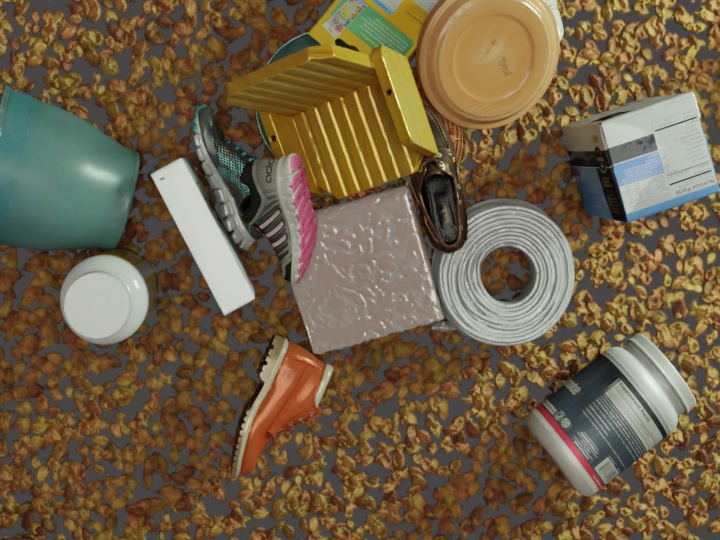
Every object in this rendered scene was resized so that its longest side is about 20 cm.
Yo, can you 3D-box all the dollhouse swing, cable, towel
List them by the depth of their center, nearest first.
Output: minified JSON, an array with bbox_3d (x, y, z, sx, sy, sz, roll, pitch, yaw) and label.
[{"bbox_3d":[-0.044,-0.176,1.445,0.198,0.175,0.184,-16,97,30],"label":"dollhouse swing"},{"bbox_3d":[0.000,0.000,1.575,0.197,0.032,0.194,-15,97,17],"label":"towel"},{"bbox_3d":[0.195,0.002,1.593,0.197,0.069,0.203,10,95,-4],"label":"cable"}]

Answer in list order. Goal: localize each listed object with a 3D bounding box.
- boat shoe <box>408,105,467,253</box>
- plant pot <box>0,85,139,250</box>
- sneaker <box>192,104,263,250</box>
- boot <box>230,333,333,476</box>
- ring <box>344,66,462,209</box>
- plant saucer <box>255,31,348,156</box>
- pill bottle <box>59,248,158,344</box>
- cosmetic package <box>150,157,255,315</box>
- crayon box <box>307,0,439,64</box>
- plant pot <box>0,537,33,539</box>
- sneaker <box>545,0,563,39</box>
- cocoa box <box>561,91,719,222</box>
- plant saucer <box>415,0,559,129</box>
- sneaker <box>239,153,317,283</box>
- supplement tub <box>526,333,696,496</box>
[{"bbox_3d":[0.099,-0.122,1.524,0.070,0.070,0.203,-18,87,6],"label":"boat shoe"},{"bbox_3d":[-0.390,-0.113,1.498,0.186,0.200,0.203,15,95,-20],"label":"plant pot"},{"bbox_3d":[-0.160,-0.133,1.559,0.090,0.078,0.202,-22,104,2],"label":"sneaker"},{"bbox_3d":[-0.110,0.201,1.596,0.106,0.075,0.202,24,93,-11],"label":"boot"},{"bbox_3d":[0.041,-0.176,1.568,0.197,0.019,0.204,0,95,-3],"label":"ring"},{"bbox_3d":[-0.043,-0.223,1.581,0.197,0.027,0.203,0,95,-3],"label":"plant saucer"},{"bbox_3d":[-0.325,0.034,1.501,0.110,0.200,0.114,0,95,-3],"label":"pill bottle"},{"bbox_3d":[-0.203,-0.048,1.525,0.051,0.151,0.202,-27,97,0],"label":"cosmetic package"},{"bbox_3d":[0.038,-0.344,1.539,0.125,0.052,0.201,38,82,3],"label":"crayon box"},{"bbox_3d":[-0.477,0.455,1.533,0.198,0.195,0.204,0,95,-4],"label":"plant pot"},{"bbox_3d":[0.183,-0.307,1.567,0.198,0.075,0.082,-25,105,0],"label":"sneaker"},{"bbox_3d":[0.362,-0.147,1.524,0.132,0.200,0.133,-18,97,-2],"label":"cocoa box"},{"bbox_3d":[0.170,-0.281,1.524,0.197,0.032,0.203,-7,117,-13],"label":"plant saucer"},{"bbox_3d":[-0.111,-0.069,1.510,0.086,0.074,0.202,8,135,15],"label":"sneaker"},{"bbox_3d":[0.340,0.196,1.585,0.199,0.140,0.141,-38,96,0],"label":"supplement tub"}]
